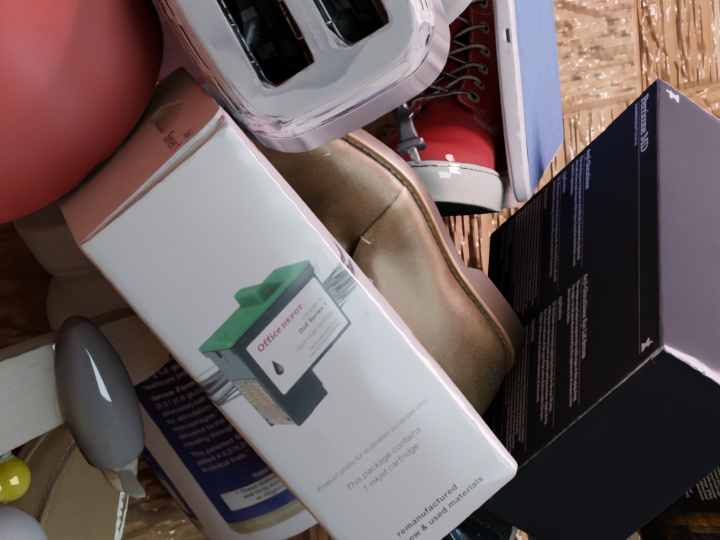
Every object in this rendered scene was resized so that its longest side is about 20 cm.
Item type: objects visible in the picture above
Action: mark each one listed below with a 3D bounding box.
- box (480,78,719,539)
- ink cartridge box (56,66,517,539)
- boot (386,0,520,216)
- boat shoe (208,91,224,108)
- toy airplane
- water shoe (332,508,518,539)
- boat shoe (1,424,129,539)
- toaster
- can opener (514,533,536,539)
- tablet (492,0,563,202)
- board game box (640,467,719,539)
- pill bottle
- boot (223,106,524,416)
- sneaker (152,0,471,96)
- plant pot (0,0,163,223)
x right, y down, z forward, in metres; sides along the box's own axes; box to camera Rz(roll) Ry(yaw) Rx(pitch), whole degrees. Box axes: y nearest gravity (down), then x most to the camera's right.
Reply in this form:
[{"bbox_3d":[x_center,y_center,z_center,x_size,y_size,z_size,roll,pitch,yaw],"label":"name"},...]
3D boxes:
[{"bbox_3d":[0.131,0.024,1.359,0.079,0.141,0.200,29,39,-19],"label":"box"},{"bbox_3d":[-0.037,0.021,1.179,0.084,0.146,0.200,-41,106,-1],"label":"ink cartridge box"},{"bbox_3d":[0.042,-0.099,1.393,0.200,0.072,0.145,-25,114,-78],"label":"boot"},{"bbox_3d":[-0.032,-0.011,1.377,0.070,0.071,0.201,-44,122,-30],"label":"boat shoe"},{"bbox_3d":[-0.181,0.083,1.162,0.200,0.141,0.199,-53,148,2],"label":"toy airplane"},{"bbox_3d":[0.000,0.169,1.355,0.200,0.079,0.072,-38,105,11],"label":"water shoe"},{"bbox_3d":[-0.141,0.164,1.301,0.071,0.064,0.201,19,82,-42],"label":"boat shoe"},{"bbox_3d":[-0.033,-0.129,1.167,0.113,0.129,0.200,-27,91,4],"label":"toaster"},{"bbox_3d":[0.065,0.108,1.414,0.067,0.053,0.200,-40,113,-32],"label":"can opener"},{"bbox_3d":[0.088,-0.114,1.435,0.200,0.014,0.131,-51,137,-76],"label":"tablet"},{"bbox_3d":[0.219,0.158,1.580,0.028,0.135,0.200,-39,119,-32],"label":"board game box"},{"bbox_3d":[-0.080,0.028,1.311,0.111,0.111,0.200,-50,124,-27],"label":"pill bottle"},{"bbox_3d":[0.000,0.000,1.293,0.200,0.073,0.076,48,49,-22],"label":"boot"},{"bbox_3d":[-0.043,-0.141,1.266,0.105,0.200,0.076,42,48,-42],"label":"sneaker"},{"bbox_3d":[-0.186,-0.125,1.153,0.201,0.200,0.177,-58,138,-22],"label":"plant pot"}]
